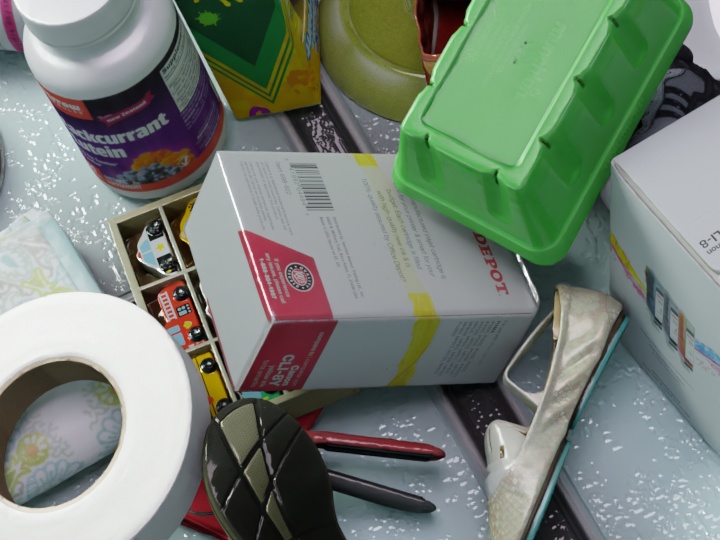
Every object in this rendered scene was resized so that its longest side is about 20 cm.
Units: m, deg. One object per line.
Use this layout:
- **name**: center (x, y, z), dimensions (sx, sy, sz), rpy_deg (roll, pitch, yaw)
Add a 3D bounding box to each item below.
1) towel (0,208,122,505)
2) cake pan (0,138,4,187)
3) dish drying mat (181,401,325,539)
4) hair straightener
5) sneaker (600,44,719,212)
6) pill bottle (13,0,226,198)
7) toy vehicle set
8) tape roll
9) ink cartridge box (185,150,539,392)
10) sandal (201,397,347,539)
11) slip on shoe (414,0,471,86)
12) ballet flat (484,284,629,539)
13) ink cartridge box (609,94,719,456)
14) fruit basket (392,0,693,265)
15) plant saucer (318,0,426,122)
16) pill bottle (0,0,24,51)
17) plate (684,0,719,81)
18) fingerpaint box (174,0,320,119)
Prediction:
- **towel**: center (-0.246, 0.067, 1.444), dimensions (0.170, 0.048, 0.200), rpy_deg (-31, 60, -9)
- **cake pan**: center (-0.368, -0.077, 1.552), dimensions (0.198, 0.037, 0.202), rpy_deg (-3, 57, 4)
- **dish drying mat**: center (-0.065, 0.094, 1.423), dimensions (0.076, 0.018, 0.201), rpy_deg (22, 64, 21)
- **hair straightener**: center (-0.046, 0.140, 1.357), dimensions (0.198, 0.041, 0.078), rpy_deg (9, 78, -7)
- **sneaker**: center (0.192, -0.107, 1.429), dimensions (0.114, 0.076, 0.200), rpy_deg (48, 34, 9)
- **pill bottle**: center (-0.173, -0.148, 1.472), dimensions (0.110, 0.200, 0.112), rpy_deg (-7, 58, 12)
- **toy vehicle set**: center (-0.090, 0.023, 1.447), dimensions (0.123, 0.027, 0.201), rpy_deg (-22, 55, -4)
- **tape roll**: center (-0.194, 0.112, 1.340), dimensions (0.201, 0.037, 0.204), rpy_deg (-8, 64, 16)
- **ink cartridge box**: center (0.000, 0.000, 1.387), dimensions (0.198, 0.084, 0.146), rpy_deg (0, 50, -26)
- **sandal**: center (-0.043, 0.178, 1.318), dimensions (0.079, 0.057, 0.202), rpy_deg (-28, 89, -26)
- **slip on shoe**: center (0.073, -0.213, 1.534), dimensions (0.073, 0.061, 0.201), rpy_deg (-6, 56, 18)
- **ballet flat**: center (0.114, 0.099, 1.362), dimensions (0.062, 0.068, 0.201), rpy_deg (25, 68, 4)
- **ink cartridge box**: center (0.257, -0.003, 1.340), dimensions (0.145, 0.201, 0.145), rpy_deg (-30, 60, -13)
- **fruit basket**: center (0.113, -0.116, 1.379), dimensions (0.155, 0.216, 0.216), rpy_deg (28, 65, 19)
- **plant saucer**: center (0.062, -0.201, 1.587), dimensions (0.198, 0.031, 0.201), rpy_deg (-3, 57, 5)
- **pill bottle**: center (-0.335, -0.230, 1.600), dimensions (0.198, 0.114, 0.114), rpy_deg (3, 58, 9)
- **plate**: center (0.191, -0.229, 1.539), dimensions (0.198, 0.032, 0.202), rpy_deg (-4, 76, -19)
- **fingerpaint box**: center (-0.084, -0.245, 1.546), dimensions (0.073, 0.167, 0.201), rpy_deg (-9, 56, 11)
